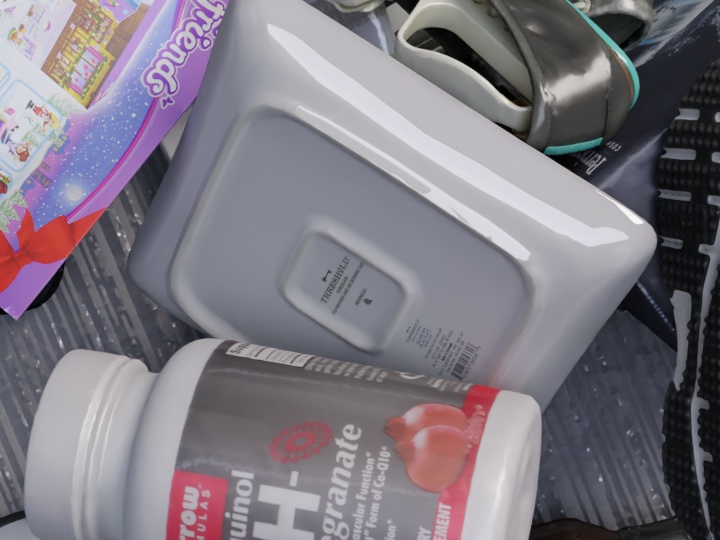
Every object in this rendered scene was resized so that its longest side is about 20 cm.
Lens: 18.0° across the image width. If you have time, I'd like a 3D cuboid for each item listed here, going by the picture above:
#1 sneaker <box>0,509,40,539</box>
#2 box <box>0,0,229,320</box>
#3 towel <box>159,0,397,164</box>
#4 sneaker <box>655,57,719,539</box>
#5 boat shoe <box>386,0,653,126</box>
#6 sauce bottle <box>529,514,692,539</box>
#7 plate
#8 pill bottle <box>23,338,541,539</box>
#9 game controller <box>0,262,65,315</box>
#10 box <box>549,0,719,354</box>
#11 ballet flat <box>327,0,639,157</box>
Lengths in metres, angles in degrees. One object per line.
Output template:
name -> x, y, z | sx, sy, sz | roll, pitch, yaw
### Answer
sneaker -> -0.098, 0.161, 0.972 | 0.200, 0.108, 0.068 | 14, 111, 16
box -> -0.139, -0.099, 0.970 | 0.137, 0.039, 0.200 | 40, 88, -15
towel -> -0.064, -0.128, 1.043 | 0.149, 0.031, 0.201 | -23, 91, 37
sneaker -> 0.164, 0.009, 0.895 | 0.079, 0.074, 0.201 | -6, 106, -22
boat shoe -> 0.051, -0.092, 1.024 | 0.070, 0.200, 0.064 | 18, 56, -35
sauce bottle -> 0.076, 0.156, 1.095 | 0.199, 0.065, 0.065 | -14, 95, 0
plate -> 0.000, 0.000, 0.962 | 0.199, 0.032, 0.200 | 33, 136, 4
pill bottle -> -0.031, 0.089, 0.937 | 0.199, 0.111, 0.112 | 9, 94, 11
game controller -> -0.196, -0.078, 1.085 | 0.104, 0.042, 0.202 | -1, 94, 12
box -> 0.180, -0.067, 1.011 | 0.200, 0.197, 0.118 | -40, 104, 0
ballet flat -> 0.030, -0.121, 0.943 | 0.068, 0.068, 0.200 | -31, 63, -27
